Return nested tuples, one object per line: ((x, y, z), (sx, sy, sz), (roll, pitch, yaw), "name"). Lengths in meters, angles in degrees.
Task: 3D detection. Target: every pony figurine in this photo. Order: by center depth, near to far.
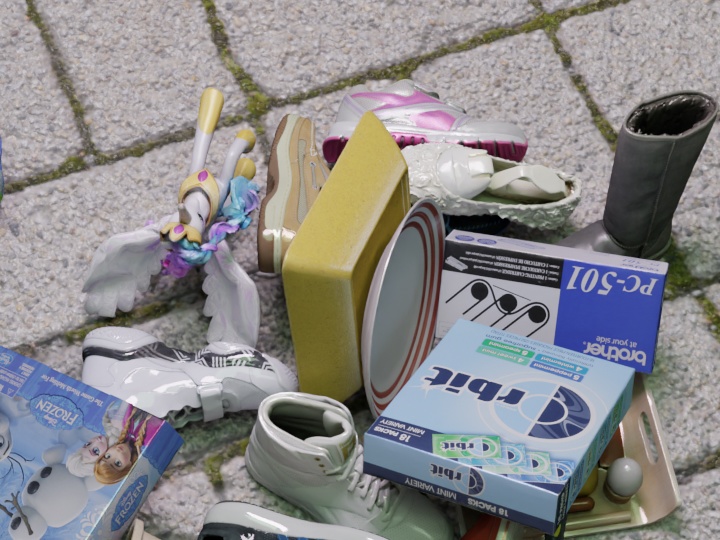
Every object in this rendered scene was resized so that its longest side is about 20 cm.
((-0.150, -0.034, 1.461), (0.165, 0.194, 0.201), (16, 41, 0), "pony figurine")

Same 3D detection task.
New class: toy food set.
((0.170, 0.158, 1.440), (0.198, 0.061, 0.145), (-7, 62, -10), "toy food set")

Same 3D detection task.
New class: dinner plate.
((0.034, 0.035, 1.421), (0.024, 0.201, 0.201), (13, 59, 18), "dinner plate")

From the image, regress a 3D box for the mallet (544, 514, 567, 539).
((0.151, 0.241, 1.376), (0.065, 0.041, 0.202), (2, 79, -3), "mallet")

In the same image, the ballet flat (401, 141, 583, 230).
((0.121, -0.086, 1.511), (0.198, 0.072, 0.072), (8, 57, -28), "ballet flat")

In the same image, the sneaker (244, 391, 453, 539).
((-0.007, 0.176, 1.382), (0.199, 0.116, 0.074), (26, 60, 7), "sneaker")

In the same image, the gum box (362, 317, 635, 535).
((0.119, 0.124, 1.371), (0.168, 0.045, 0.200), (16, 34, 21), "gum box")

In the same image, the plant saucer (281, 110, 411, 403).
((0.000, 0.000, 1.412), (0.048, 0.201, 0.201), (12, 48, 18), "plant saucer")

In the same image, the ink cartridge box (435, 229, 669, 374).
((0.171, 0.027, 1.472), (0.198, 0.095, 0.044), (9, 16, 13), "ink cartridge box")

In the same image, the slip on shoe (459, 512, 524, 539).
((0.089, 0.248, 1.355), (0.061, 0.074, 0.201), (24, 84, 15), "slip on shoe")

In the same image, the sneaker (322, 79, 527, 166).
((0.065, -0.142, 1.585), (0.198, 0.082, 0.089), (6, 62, -3), "sneaker")

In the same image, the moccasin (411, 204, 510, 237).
((0.050, -0.059, 1.544), (0.198, 0.068, 0.081), (-5, 61, -9), "moccasin")

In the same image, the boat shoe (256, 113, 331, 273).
((-0.046, -0.067, 1.473), (0.075, 0.072, 0.201), (2, 44, 3), "boat shoe")

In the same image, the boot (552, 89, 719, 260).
((0.234, -0.061, 1.488), (0.181, 0.201, 0.073), (-30, 67, -20), "boot")

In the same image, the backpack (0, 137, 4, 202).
((-0.422, -0.087, 1.468), (0.182, 0.147, 0.200), (38, 61, 12), "backpack")

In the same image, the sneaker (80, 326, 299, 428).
((-0.157, 0.122, 1.423), (0.198, 0.075, 0.116), (10, 61, 6), "sneaker")

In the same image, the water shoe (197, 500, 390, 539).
((-0.043, 0.252, 1.361), (0.198, 0.072, 0.080), (11, 66, 18), "water shoe")

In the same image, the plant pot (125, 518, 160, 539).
((-0.121, 0.317, 1.262), (0.182, 0.201, 0.202), (20, 60, -7), "plant pot")

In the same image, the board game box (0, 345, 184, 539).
((-0.276, 0.180, 1.338), (0.199, 0.043, 0.200), (19, 67, 32), "board game box")
